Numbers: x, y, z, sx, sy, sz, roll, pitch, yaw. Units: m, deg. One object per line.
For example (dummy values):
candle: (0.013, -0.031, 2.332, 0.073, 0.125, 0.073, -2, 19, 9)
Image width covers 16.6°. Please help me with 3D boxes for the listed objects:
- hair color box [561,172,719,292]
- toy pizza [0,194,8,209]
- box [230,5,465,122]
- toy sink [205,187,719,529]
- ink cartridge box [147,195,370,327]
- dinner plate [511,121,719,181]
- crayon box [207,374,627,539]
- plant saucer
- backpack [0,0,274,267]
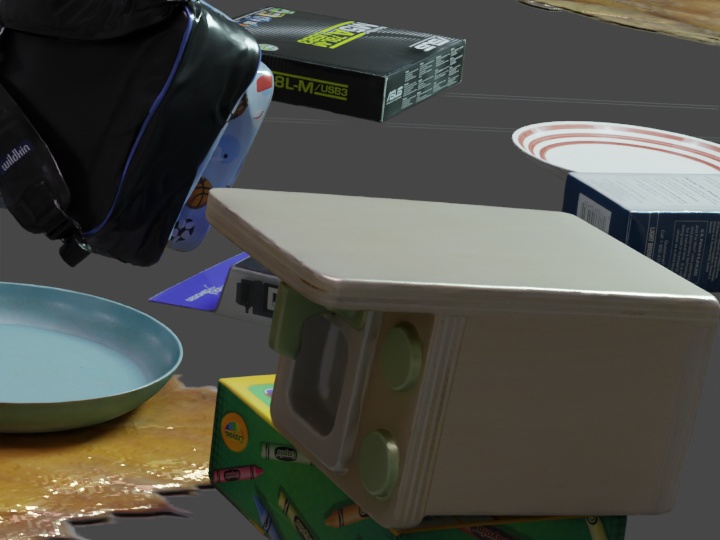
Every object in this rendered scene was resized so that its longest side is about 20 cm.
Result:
hair color box: (0.246, -0.026, 1.688, 0.199, 0.061, 0.100, -1, 18, -21)
toy pizza: (-0.224, -0.082, 1.747, 0.200, 0.032, 0.200, 6, 17, -2)
box: (-0.032, -0.181, 2.128, 0.193, 0.048, 0.200, 10, 17, 21)
toy sink: (0.033, 0.040, 1.092, 0.200, 0.112, 0.130, 3, 17, -30)
ink cartridge box: (0.000, 0.000, 1.542, 0.200, 0.044, 0.198, 12, 18, 21)
dinner plate: (0.216, -0.082, 1.933, 0.200, 0.024, 0.200, 5, 17, -2)
crayon box: (0.022, 0.106, 1.164, 0.119, 0.058, 0.200, -2, 18, -27)
plant saucer: (-0.197, 0.048, 1.334, 0.200, 0.027, 0.200, 7, 17, -2)
backpack: (-0.164, -0.110, 1.599, 0.190, 0.200, 0.154, 29, 0, 37)
